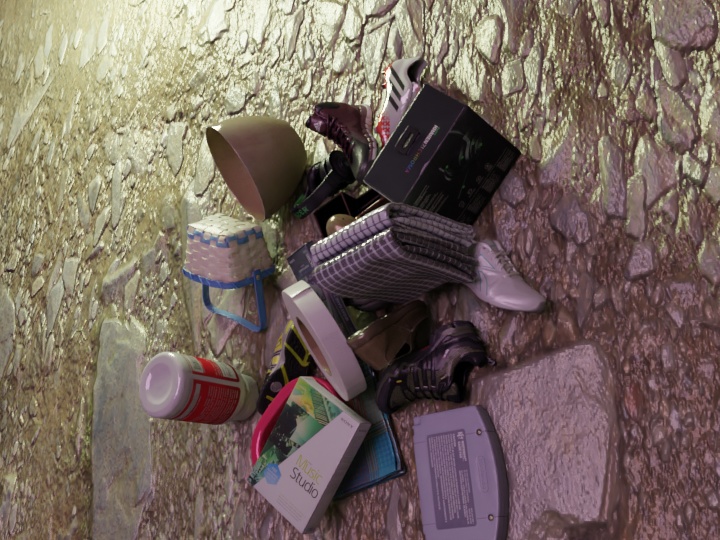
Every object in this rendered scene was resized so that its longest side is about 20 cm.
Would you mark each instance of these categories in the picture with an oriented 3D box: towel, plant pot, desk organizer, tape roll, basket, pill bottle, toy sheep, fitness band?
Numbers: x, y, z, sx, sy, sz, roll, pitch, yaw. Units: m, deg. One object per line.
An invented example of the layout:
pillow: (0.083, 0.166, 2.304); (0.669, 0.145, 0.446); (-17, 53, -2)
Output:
towel: (-0.014, 0.259, 1.254); (0.147, 0.022, 0.200); (-30, 60, 26)
plant pot: (-0.180, -0.209, 1.436); (0.134, 0.200, 0.200); (-33, 50, -19)
desk organizer: (0.022, -0.116, 1.305); (0.200, 0.077, 0.072); (-35, 58, 23)
tape roll: (-0.058, 0.109, 1.199); (0.037, 0.203, 0.203); (-31, 54, -12)
basket: (-0.243, 0.004, 1.442); (0.176, 0.139, 0.200); (19, 116, 37)
pill bottle: (-0.278, 0.212, 1.351); (0.112, 0.200, 0.112); (-12, 68, 34)
toy sheep: (0.000, 0.000, 1.255); (0.138, 0.138, 0.200); (-21, 100, 31)
towel: (0.053, -0.013, 1.102); (0.166, 0.200, 0.086); (-29, 58, 40)
fitness band: (-0.103, 0.271, 1.277); (0.144, 0.037, 0.200); (43, 103, 34)

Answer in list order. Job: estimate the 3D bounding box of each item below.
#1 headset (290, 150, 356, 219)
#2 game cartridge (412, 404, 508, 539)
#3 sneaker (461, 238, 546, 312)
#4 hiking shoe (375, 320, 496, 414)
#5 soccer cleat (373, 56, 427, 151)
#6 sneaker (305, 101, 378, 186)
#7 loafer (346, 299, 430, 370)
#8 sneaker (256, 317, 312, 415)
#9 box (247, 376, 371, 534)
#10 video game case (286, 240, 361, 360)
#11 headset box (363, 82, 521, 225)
headset: (-0.060, -0.180, 1.360); (0.200, 0.094, 0.123); (-51, 14, -22)
game cartridge: (0.146, 0.302, 1.113); (0.133, 0.042, 0.200); (-16, 67, 28)
sneaker: (0.193, 0.000, 1.137); (0.200, 0.070, 0.080); (32, 110, 38)
hiking shoe: (0.107, 0.166, 1.156); (0.200, 0.076, 0.101); (-44, 52, 17)
soccer cleat: (0.076, -0.279, 1.322); (0.085, 0.069, 0.200); (-11, 65, 38)
sneaker: (-0.037, -0.220, 1.292); (0.200, 0.115, 0.076); (-97, 23, -48)
loafer: (0.049, 0.099, 1.160); (0.076, 0.200, 0.068); (-28, 87, 35)
sneaker: (-0.124, 0.167, 1.346); (0.200, 0.075, 0.076); (-64, 17, 10)
box: (-0.085, 0.289, 1.214); (0.144, 0.036, 0.200); (31, 96, 36)
video game case: (-0.055, 0.056, 1.240); (0.200, 0.019, 0.143); (64, 161, 0)
headset box: (0.123, -0.160, 1.164); (0.093, 0.200, 0.174); (40, 102, 37)
